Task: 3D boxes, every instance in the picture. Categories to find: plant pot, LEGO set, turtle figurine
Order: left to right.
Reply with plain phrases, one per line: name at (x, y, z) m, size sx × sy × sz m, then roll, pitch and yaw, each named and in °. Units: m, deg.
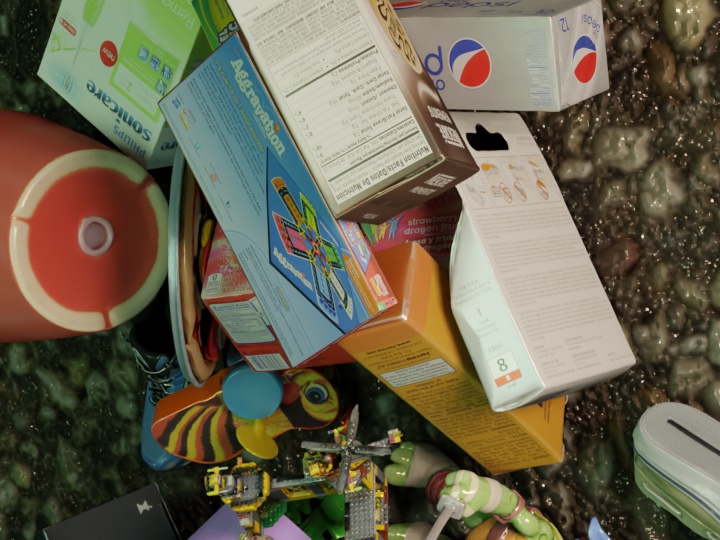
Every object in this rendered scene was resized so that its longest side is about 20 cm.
plant pot at (-0.250, -0.030, 1.633) m, size 0.177 × 0.200 × 0.201 m, roll 7°, pitch 104°, yaw 56°
LEGO set at (-0.048, 0.194, 1.399) m, size 0.153 × 0.116 × 0.200 m, roll -3°, pitch 62°, yaw 21°
turtle figurine at (0.060, 0.205, 1.462) m, size 0.194 × 0.200 × 0.144 m, roll 28°, pitch 151°, yaw 58°

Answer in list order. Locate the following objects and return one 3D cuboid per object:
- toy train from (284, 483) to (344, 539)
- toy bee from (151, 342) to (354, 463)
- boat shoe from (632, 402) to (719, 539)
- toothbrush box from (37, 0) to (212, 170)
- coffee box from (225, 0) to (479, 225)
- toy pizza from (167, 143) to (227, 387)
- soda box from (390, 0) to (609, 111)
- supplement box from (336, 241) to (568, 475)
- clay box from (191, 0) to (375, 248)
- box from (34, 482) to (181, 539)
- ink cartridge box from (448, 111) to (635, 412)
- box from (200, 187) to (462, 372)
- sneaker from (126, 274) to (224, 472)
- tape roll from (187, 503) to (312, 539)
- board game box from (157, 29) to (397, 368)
toy train at (-0.027, 0.187, 1.576) m, size 0.056 × 0.042 × 0.200 m, roll 54°, pitch 154°, yaw 10°
toy bee at (-0.059, 0.101, 1.582) m, size 0.200 × 0.131 × 0.109 m, roll -27°, pitch 114°, yaw 38°
boat shoe at (0.264, 0.161, 1.358) m, size 0.200 × 0.072 × 0.062 m, roll 39°, pitch 146°, yaw 32°
toothbrush box at (-0.155, -0.204, 1.618) m, size 0.146 × 0.086 × 0.200 m, roll 41°, pitch 124°, yaw 27°
coffee box at (-0.013, -0.134, 1.279) m, size 0.080 × 0.113 × 0.200 m, roll -29°, pitch 83°, yaw 12°
toy pizza at (-0.113, -0.012, 1.536) m, size 0.032 × 0.200 × 0.201 m, roll 0°, pitch 101°, yaw 4°
soda box at (0.061, -0.144, 1.350) m, size 0.200 × 0.068 × 0.064 m, roll 5°, pitch 110°, yaw 36°
supplement box at (0.064, 0.064, 1.394) m, size 0.069 × 0.200 × 0.067 m, roll -19°, pitch 46°, yaw 34°
clay box at (-0.053, -0.103, 1.421) m, size 0.048 × 0.115 × 0.200 m, roll -27°, pitch 45°, yaw 3°
box at (-0.204, 0.277, 1.696) m, size 0.148 × 0.104 × 0.200 m, roll 65°, pitch 158°, yaw 11°
ink cartridge box at (0.100, -0.009, 1.386) m, size 0.050 × 0.162 × 0.200 m, roll -31°, pitch 79°, yaw 27°
box at (0.000, 0.000, 1.459) m, size 0.199 × 0.100 × 0.096 m, roll -7°, pitch 52°, yaw 22°
sneaker at (-0.158, 0.073, 1.673) m, size 0.078 × 0.089 × 0.201 m, roll 25°, pitch 114°, yaw 35°
tape roll at (-0.046, 0.261, 1.558) m, size 0.200 × 0.066 × 0.200 m, roll 42°, pitch 165°, yaw 15°
board game box at (-0.056, -0.046, 1.319) m, size 0.103 × 0.019 × 0.200 m, roll -34°, pitch 80°, yaw 48°
